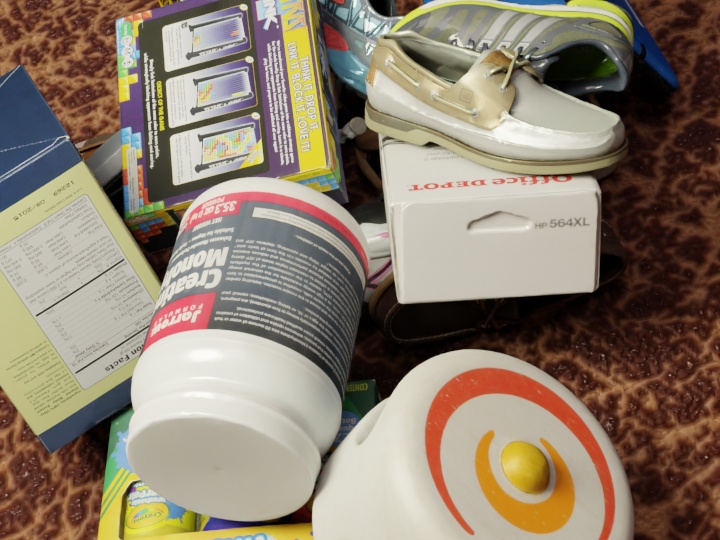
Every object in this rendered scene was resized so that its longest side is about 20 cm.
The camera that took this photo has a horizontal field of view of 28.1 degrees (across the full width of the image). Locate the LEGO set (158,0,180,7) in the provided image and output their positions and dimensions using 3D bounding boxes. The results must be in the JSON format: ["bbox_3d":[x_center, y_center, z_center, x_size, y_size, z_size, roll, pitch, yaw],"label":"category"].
[{"bbox_3d":[-0.111,-0.290,1.344,0.200,0.116,0.154,-39,55,-17],"label":"LEGO set"}]

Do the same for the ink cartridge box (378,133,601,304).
[{"bbox_3d":[0.089,-0.062,1.058,0.145,0.085,0.200,-4,30,1],"label":"ink cartridge box"}]

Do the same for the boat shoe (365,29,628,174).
[{"bbox_3d":[0.090,-0.118,1.000,0.199,0.069,0.075,14,31,25],"label":"boat shoe"}]

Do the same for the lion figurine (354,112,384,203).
[{"bbox_3d":[0.047,-0.142,1.227,0.200,0.073,0.122,-45,46,-15],"label":"lion figurine"}]

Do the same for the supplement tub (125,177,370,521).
[{"bbox_3d":[-0.074,0.050,0.969,0.139,0.141,0.201,1,49,13],"label":"supplement tub"}]

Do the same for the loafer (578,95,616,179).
[{"bbox_3d":[0.162,-0.163,1.220,0.072,0.063,0.201,-22,52,-5],"label":"loafer"}]

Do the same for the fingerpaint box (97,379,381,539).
[{"bbox_3d":[-0.080,0.172,1.012,0.199,0.074,0.168,-6,52,8],"label":"fingerpaint box"}]

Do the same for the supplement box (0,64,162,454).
[{"bbox_3d":[-0.241,-0.013,1.069,0.134,0.200,0.200,-32,30,-7],"label":"supplement box"}]

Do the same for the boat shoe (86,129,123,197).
[{"bbox_3d":[-0.162,-0.104,1.218,0.199,0.068,0.074,-42,20,-15],"label":"boat shoe"}]

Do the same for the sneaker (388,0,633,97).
[{"bbox_3d":[0.112,-0.161,1.076,0.198,0.074,0.081,-6,31,1],"label":"sneaker"}]

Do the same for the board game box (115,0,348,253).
[{"bbox_3d":[-0.104,-0.127,1.125,0.164,0.057,0.201,-13,59,8],"label":"board game box"}]

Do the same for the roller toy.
[{"bbox_3d":[0.074,0.153,0.907,0.181,0.140,0.201,12,52,-25],"label":"roller toy"}]

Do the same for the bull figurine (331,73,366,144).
[{"bbox_3d":[-0.063,-0.102,1.208,0.200,0.065,0.121,-49,13,-13],"label":"bull figurine"}]

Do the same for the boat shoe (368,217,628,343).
[{"bbox_3d":[0.106,0.009,1.096,0.199,0.071,0.070,-24,46,-6],"label":"boat shoe"}]

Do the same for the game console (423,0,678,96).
[{"bbox_3d":[0.153,-0.216,1.228,0.118,0.170,0.201,-40,41,22],"label":"game console"}]

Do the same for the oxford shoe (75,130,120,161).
[{"bbox_3d":[-0.262,-0.060,1.250,0.199,0.071,0.072,-30,83,-14],"label":"oxford shoe"}]

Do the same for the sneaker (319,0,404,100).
[{"bbox_3d":[-0.011,-0.235,1.218,0.096,0.079,0.200,-46,67,19],"label":"sneaker"}]

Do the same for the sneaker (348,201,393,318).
[{"bbox_3d":[0.000,0.000,1.131,0.199,0.087,0.080,-5,25,-15],"label":"sneaker"}]
